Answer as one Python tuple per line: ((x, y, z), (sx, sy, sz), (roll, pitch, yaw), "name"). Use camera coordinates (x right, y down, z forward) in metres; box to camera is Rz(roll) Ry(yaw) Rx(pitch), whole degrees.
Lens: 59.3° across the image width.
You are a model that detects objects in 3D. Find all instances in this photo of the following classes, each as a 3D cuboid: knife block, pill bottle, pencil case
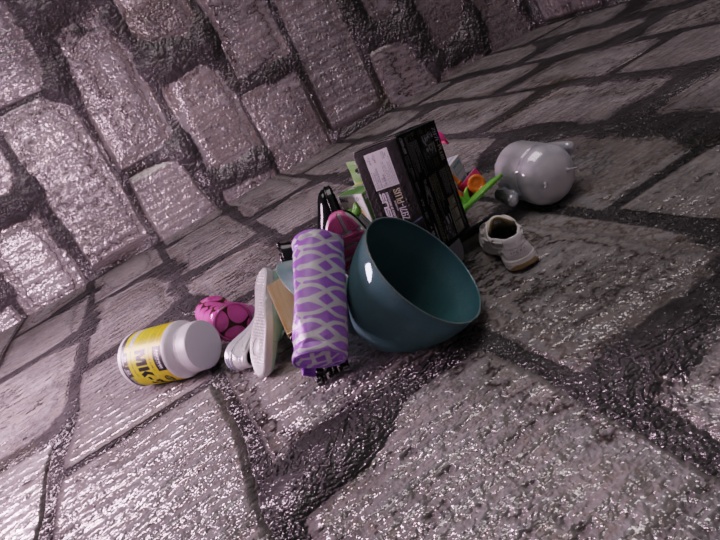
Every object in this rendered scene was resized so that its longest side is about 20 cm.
((-0.087, 0.083, 0.996), (0.063, 0.201, 0.176), (-30, -11, -5), "knife block")
((-0.380, 0.163, 1.262), (0.198, 0.115, 0.114), (-15, 22, 32), "pill bottle")
((-0.061, 0.039, 0.893), (0.085, 0.083, 0.202), (-36, 47, 45), "pencil case")
((-0.291, 0.098, 1.354), (0.094, 0.091, 0.199), (-43, 21, -19), "pencil case")

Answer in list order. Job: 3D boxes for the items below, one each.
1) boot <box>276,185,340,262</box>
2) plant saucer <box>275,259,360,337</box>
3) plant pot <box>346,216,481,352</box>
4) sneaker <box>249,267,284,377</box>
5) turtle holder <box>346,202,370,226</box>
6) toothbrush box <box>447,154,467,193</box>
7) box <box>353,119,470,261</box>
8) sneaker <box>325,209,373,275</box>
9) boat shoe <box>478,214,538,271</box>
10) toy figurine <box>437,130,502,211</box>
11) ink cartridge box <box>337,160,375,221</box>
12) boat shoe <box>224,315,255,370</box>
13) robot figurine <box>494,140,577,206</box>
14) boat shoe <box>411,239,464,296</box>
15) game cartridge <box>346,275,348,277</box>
((-0.104, -0.065, 1.368), (0.160, 0.200, 0.073), (-18, 17, 6), "boot")
((-0.044, 0.033, 1.028), (0.039, 0.200, 0.201), (-54, 16, 11), "plant saucer")
((0.058, 0.041, 0.924), (0.135, 0.199, 0.201), (-53, 4, 32), "plant pot")
((-0.132, 0.099, 1.141), (0.074, 0.117, 0.203), (-33, 48, 49), "sneaker")
((-0.007, -0.024, 1.253), (0.131, 0.187, 0.140), (-35, -19, 21), "turtle holder")
((0.142, -0.185, 1.504), (0.198, 0.086, 0.147), (-11, 24, 35), "toothbrush box")
((0.090, -0.131, 1.056), (0.085, 0.202, 0.164), (-13, 14, 34), "box")
((0.002, -0.035, 1.028), (0.073, 0.200, 0.088), (-23, 42, 17), "sneaker")
((0.243, -0.065, 1.080), (0.070, 0.070, 0.200), (-28, 18, 1), "boat shoe")
((0.136, -0.176, 1.204), (0.200, 0.184, 0.150), (-43, -3, -3), "toy figurine")
((0.014, -0.132, 1.359), (0.059, 0.202, 0.103), (-32, 19, -25), "ink cartridge box")
((-0.173, 0.114, 1.198), (0.065, 0.074, 0.201), (-5, 39, 38), "boat shoe")
((0.332, -0.188, 1.211), (0.170, 0.113, 0.200), (-45, 20, 1), "robot figurine")
((0.120, -0.004, 1.094), (0.065, 0.072, 0.200), (-20, 19, 33), "boat shoe")
((0.000, 0.000, 1.145), (0.198, 0.135, 0.040), (-8, -4, 31), "game cartridge")
